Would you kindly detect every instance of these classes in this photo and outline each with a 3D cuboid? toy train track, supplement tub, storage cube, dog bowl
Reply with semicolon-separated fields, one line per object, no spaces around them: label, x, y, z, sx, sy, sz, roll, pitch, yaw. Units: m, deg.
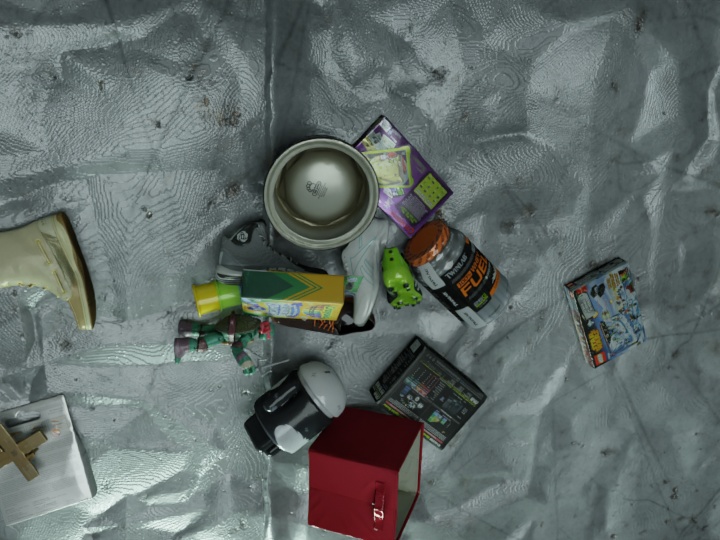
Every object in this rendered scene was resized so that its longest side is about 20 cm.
toy train track;-0.637;0.333;1.293;0.198;0.033;0.116;-30;105;-2
supplement tub;0.181;0.006;1.389;0.200;0.123;0.123;41;94;-24
storage cube;0.012;0.387;1.414;0.177;0.200;0.173;8;111;17
dog bowl;-0.068;-0.141;1.276;0.197;0.074;0.203;-2;117;-5

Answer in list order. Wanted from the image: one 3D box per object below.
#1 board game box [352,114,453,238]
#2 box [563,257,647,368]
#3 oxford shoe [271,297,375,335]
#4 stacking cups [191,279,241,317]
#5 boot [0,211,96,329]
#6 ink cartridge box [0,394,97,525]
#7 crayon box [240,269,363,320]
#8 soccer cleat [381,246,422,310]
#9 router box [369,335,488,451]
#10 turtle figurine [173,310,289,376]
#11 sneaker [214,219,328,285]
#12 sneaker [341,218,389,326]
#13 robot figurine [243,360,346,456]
board game box;0.065;-0.168;1.345;0.120;0.032;0.200;-46;114;-1
box;0.519;0.091;1.562;0.136;0.040;0.202;-26;114;-7
oxford shoe;-0.067;0.083;1.372;0.197;0.073;0.072;0;109;-16
stacking cups;-0.200;0.029;1.330;0.197;0.060;0.061;-15;113;-16
boot;-0.530;0.019;1.215;0.153;0.073;0.203;-16;111;-11
ink cartridge box;-0.584;0.338;1.340;0.159;0.050;0.203;-15;94;-10
crayon box;-0.099;0.044;1.242;0.197;0.126;0.052;3;73;-6
soccer cleat;0.074;0.016;1.354;0.066;0.200;0.082;-11;71;5
router box;0.139;0.250;1.496;0.199;0.062;0.150;39;94;-24
turtle figurine;-0.224;0.123;1.307;0.197;0.150;0.102;0;97;-5
sneaker;-0.150;-0.032;1.287;0.197;0.075;0.117;5;73;-12
sneaker;0.000;0.000;1.352;0.079;0.070;0.203;9;82;-5
robot figurine;-0.121;0.259;1.394;0.199;0.150;0.125;-38;98;1
